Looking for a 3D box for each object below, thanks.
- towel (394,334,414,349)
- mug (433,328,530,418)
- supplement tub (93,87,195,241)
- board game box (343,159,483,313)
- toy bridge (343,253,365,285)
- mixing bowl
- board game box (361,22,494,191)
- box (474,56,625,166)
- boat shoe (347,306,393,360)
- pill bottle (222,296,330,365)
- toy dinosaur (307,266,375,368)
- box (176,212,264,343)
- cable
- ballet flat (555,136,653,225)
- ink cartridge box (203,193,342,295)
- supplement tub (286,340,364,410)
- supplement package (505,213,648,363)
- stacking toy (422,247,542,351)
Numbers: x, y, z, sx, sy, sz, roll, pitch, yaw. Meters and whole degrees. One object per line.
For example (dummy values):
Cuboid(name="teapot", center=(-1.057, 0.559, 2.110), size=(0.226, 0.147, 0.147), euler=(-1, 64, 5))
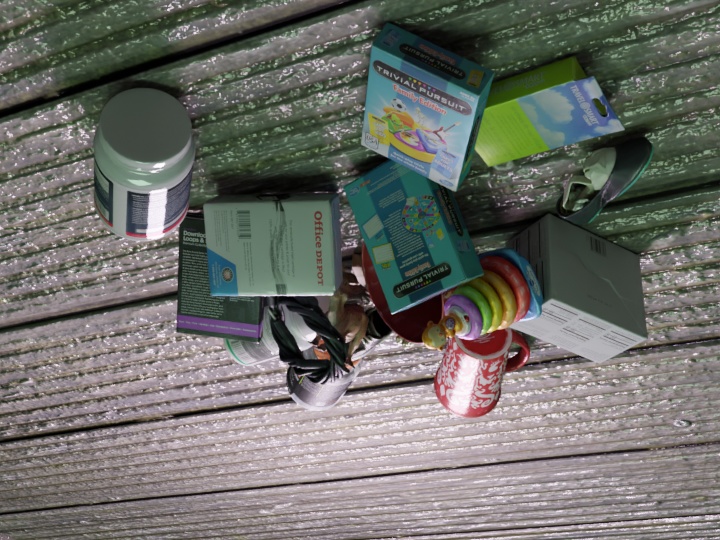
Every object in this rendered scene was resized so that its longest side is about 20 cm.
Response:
Cuboid(name="towel", center=(0.153, 0.061, 1.780), size=(0.199, 0.148, 0.037), euler=(-32, 96, 46))
Cuboid(name="mug", center=(0.224, 0.153, 1.957), size=(0.133, 0.177, 0.201), euler=(36, 151, 20))
Cuboid(name="supplement tub", center=(-0.305, -0.146, 1.483), size=(0.138, 0.142, 0.201), euler=(10, 150, -9))
Cuboid(name="board game box", center=(0.074, -0.060, 1.517), size=(0.150, 0.202, 0.047), euler=(-26, 173, 41))
Cuboid(name="toy bridge", center=(0.000, 0.000, 1.793), size=(0.197, 0.028, 0.067), euler=(-3, 150, 14))
Cuboid(name="mixing bowl", center=(0.103, 0.002, 1.654), size=(0.108, 0.202, 0.200), euler=(-21, 163, -31))
Cuboid(name="board game box", center=(0.081, -0.206, 1.360), size=(0.150, 0.047, 0.201), euler=(27, 152, 12))
Cuboid(name="box", center=(0.233, -0.208, 1.386), size=(0.198, 0.048, 0.122), euler=(-13, 145, 30))
Cuboid(name="boat shoe", center=(0.020, 0.097, 1.856), size=(0.199, 0.071, 0.064), euler=(-37, 175, 17))
Cuboid(name="pill bottle", center=(-0.144, 0.096, 1.892), size=(0.198, 0.114, 0.113), euler=(-18, 142, 34))
Cuboid(name="toy dinosaur", center=(-0.020, 0.080, 1.769), size=(0.085, 0.137, 0.200), euler=(23, 170, 16))
Cuboid(name="box", center=(-0.225, 0.011, 1.713), size=(0.141, 0.036, 0.203), euler=(7, 109, 6))
Cuboid(name="cable", center=(-0.091, 0.112, 1.705), size=(0.050, 0.200, 0.164), euler=(-24, 143, -36))
Cuboid(name="ballet flat", center=(0.335, -0.126, 1.490), size=(0.072, 0.074, 0.200), euler=(13, 151, -13))
Cuboid(name="ink cartridge box", center=(-0.131, -0.041, 1.619), size=(0.197, 0.147, 0.084), euler=(0, -167, 10))
Cuboid(name="supplement tub", center=(-0.065, 0.178, 2.008), size=(0.121, 0.124, 0.200), euler=(12, 150, -12))
Cuboid(name="supplement package", center=(0.338, 0.031, 1.664), size=(0.198, 0.157, 0.111), euler=(22, 144, -26))
Cuboid(name="stacking toy", center=(0.161, 0.058, 1.529), size=(0.109, 0.199, 0.117), euler=(-14, 103, 54))
